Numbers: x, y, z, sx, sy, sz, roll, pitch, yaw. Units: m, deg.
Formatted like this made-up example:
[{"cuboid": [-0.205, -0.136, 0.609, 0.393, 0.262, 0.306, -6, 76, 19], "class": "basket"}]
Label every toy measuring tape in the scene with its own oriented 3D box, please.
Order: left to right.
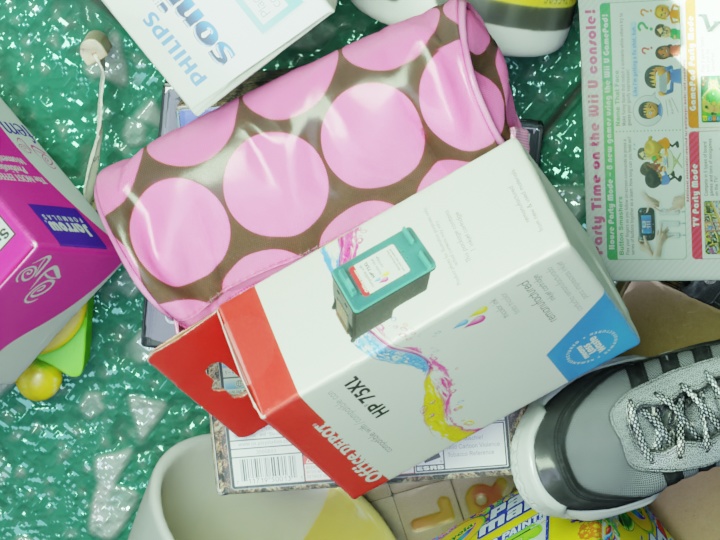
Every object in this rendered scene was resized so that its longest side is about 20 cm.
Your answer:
[{"cuboid": [-0.170, -0.028, 1.327, 0.073, 0.074, 0.201, 7, 107, 1], "class": "toy measuring tape"}]

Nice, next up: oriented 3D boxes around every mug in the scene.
[{"cuboid": [-0.059, 0.203, 1.349, 0.186, 0.149, 0.153, 37, 119, 11], "class": "mug"}]

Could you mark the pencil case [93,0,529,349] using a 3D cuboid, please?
[{"cuboid": [-0.018, -0.045, 1.184, 0.199, 0.091, 0.094, -27, 69, 9], "class": "pencil case"}]

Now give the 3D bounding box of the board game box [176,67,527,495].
[{"cuboid": [0.000, 0.000, 1.286, 0.159, 0.097, 0.201, -4, 103, 4], "class": "board game box"}]

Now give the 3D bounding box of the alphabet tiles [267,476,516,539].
[{"cuboid": [0.034, 0.118, 1.391, 0.167, 0.008, 0.201, -16, 106, 8], "class": "alphabet tiles"}]

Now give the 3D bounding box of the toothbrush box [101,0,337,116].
[{"cuboid": [-0.082, -0.173, 1.208, 0.085, 0.200, 0.147, -36, 101, 13], "class": "toothbrush box"}]

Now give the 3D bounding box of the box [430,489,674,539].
[{"cuboid": [0.127, 0.234, 1.293, 0.122, 0.193, 0.200, -33, 110, 19], "class": "box"}]

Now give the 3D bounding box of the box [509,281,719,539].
[{"cuboid": [0.173, 0.117, 1.371, 0.163, 0.021, 0.201, 24, 104, -6], "class": "box"}]

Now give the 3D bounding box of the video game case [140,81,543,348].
[{"cuboid": [-0.011, -0.019, 1.342, 0.199, 0.019, 0.144, 7, 103, 2], "class": "video game case"}]

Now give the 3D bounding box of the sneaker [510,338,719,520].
[{"cuboid": [0.173, 0.066, 1.244, 0.199, 0.114, 0.076, -16, 87, -33], "class": "sneaker"}]

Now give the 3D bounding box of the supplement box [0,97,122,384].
[{"cuboid": [-0.226, -0.046, 1.267, 0.103, 0.101, 0.200, -45, 74, 15], "class": "supplement box"}]

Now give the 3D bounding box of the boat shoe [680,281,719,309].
[{"cuboid": [0.219, -0.068, 1.294, 0.068, 0.072, 0.201, 18, 114, -4], "class": "boat shoe"}]

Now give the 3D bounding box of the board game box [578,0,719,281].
[{"cuboid": [0.209, -0.069, 1.229, 0.199, 0.064, 0.148, 0, 95, 20], "class": "board game box"}]

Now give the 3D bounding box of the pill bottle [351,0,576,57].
[{"cuboid": [0.069, -0.214, 1.232, 0.114, 0.114, 0.201, 14, 108, -1], "class": "pill bottle"}]

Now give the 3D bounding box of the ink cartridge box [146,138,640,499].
[{"cuboid": [0.016, 0.035, 1.178, 0.200, 0.067, 0.116, -30, 148, 9], "class": "ink cartridge box"}]
